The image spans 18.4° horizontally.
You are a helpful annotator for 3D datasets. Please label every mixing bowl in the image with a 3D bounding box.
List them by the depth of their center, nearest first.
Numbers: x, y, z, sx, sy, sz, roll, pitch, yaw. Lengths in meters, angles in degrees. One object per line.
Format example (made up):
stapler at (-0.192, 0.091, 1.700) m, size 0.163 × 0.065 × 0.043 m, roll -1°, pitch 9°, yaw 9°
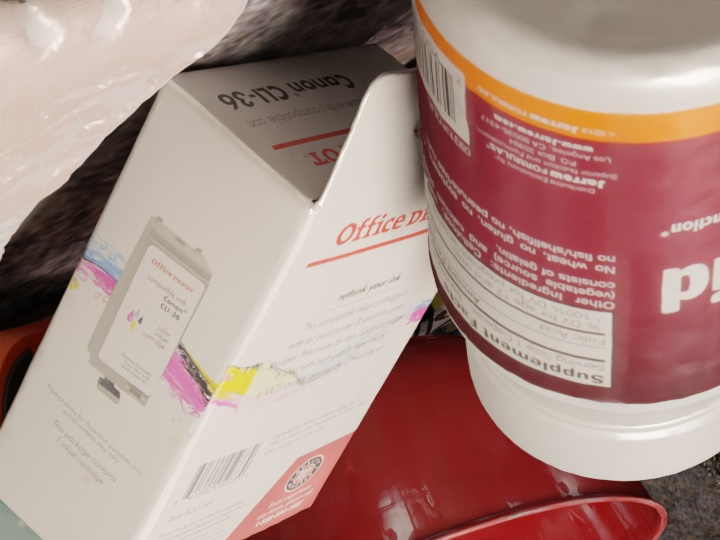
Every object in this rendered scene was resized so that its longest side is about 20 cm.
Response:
mixing bowl at (0.025, 0.098, 0.999) m, size 0.200 × 0.109 × 0.200 m, roll -17°, pitch 157°, yaw -7°

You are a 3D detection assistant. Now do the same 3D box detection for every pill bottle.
pill bottle at (0.074, -0.032, 0.618) m, size 0.114 × 0.114 × 0.200 m, roll -27°, pitch 147°, yaw -14°

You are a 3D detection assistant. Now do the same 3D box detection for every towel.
towel at (-0.142, -0.011, 0.540) m, size 0.200 × 0.032 × 0.191 m, roll -23°, pitch 169°, yaw -39°

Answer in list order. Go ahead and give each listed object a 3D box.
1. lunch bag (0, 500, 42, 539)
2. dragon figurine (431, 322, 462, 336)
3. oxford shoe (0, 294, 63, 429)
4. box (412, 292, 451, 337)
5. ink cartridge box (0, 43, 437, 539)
lunch bag at (-0.122, 0.154, 1.072) m, size 0.077 × 0.160 × 0.200 m, roll -62°, pitch 171°, yaw -5°
dragon figurine at (0.033, 0.056, 1.169) m, size 0.099 × 0.059 × 0.200 m, roll -33°, pitch -165°, yaw 10°
oxford shoe at (-0.125, 0.041, 0.828) m, size 0.072 × 0.071 × 0.200 m, roll -3°, pitch 180°, yaw 15°
box at (0.100, -0.035, 1.090) m, size 0.200 × 0.050 × 0.075 m, roll -29°, pitch 170°, yaw -7°
ink cartridge box at (-0.028, -0.002, 0.706) m, size 0.116 × 0.067 × 0.200 m, roll -17°, pitch 143°, yaw -55°
